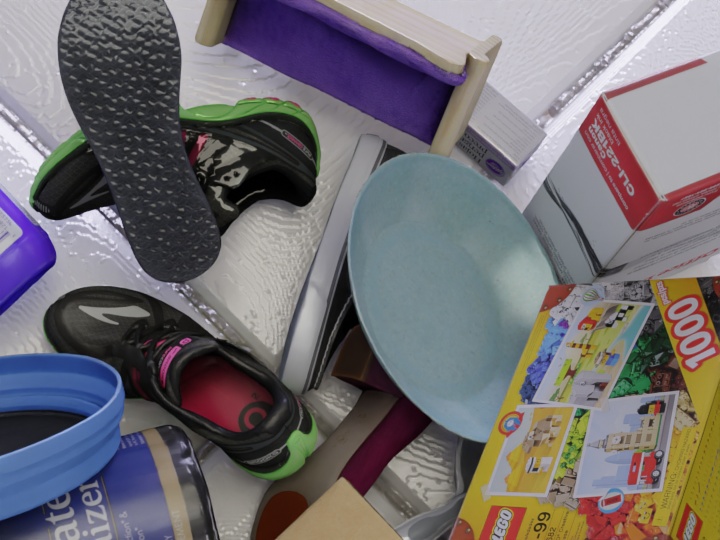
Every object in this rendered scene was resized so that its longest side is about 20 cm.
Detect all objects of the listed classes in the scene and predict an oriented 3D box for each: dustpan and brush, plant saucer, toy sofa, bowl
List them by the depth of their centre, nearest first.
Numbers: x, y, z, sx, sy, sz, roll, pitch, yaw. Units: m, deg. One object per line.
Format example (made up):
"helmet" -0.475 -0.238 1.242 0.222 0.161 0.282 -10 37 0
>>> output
"bowl" -0.234 0.099 0.835 0.200 0.201 0.039 -12 106 -16
"plant saucer" 0.057 0.021 0.948 0.201 0.039 0.201 21 57 -36
"dustpan and brush" 0.089 0.145 0.949 0.200 0.057 0.140 -26 77 -20
"toy sofa" -0.012 -0.153 0.990 0.200 0.083 0.098 27 28 9

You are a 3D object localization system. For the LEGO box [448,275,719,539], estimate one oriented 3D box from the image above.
"LEGO box" 0.159 0.106 0.872 0.077 0.149 0.200 47 54 -34

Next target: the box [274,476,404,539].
"box" -0.027 0.244 0.826 0.200 0.021 0.163 -42 77 -12

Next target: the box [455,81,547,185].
"box" 0.046 -0.145 1.058 0.200 0.039 0.041 41 69 4

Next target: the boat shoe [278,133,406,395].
"boat shoe" 0.000 0.000 0.984 0.066 0.070 0.200 20 60 -3

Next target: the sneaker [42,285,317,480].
"sneaker" -0.114 0.057 0.914 0.200 0.084 0.077 25 67 17

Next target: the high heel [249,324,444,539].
"high heel" 0.000 0.140 0.941 0.096 0.067 0.200 32 81 -38

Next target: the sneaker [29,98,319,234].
"sneaker" -0.120 -0.062 0.965 0.199 0.077 0.084 -11 70 -14

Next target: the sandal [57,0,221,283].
"sandal" -0.141 -0.090 0.909 0.076 0.043 0.201 -12 101 -7

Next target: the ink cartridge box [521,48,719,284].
"ink cartridge box" 0.207 -0.060 0.976 0.144 0.200 0.084 -21 72 -18

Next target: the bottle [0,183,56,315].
"bottle" -0.287 -0.056 0.921 0.084 0.065 0.200 -44 94 0

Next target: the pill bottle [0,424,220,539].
"pill bottle" -0.190 0.167 0.854 0.200 0.112 0.112 -13 74 -17
